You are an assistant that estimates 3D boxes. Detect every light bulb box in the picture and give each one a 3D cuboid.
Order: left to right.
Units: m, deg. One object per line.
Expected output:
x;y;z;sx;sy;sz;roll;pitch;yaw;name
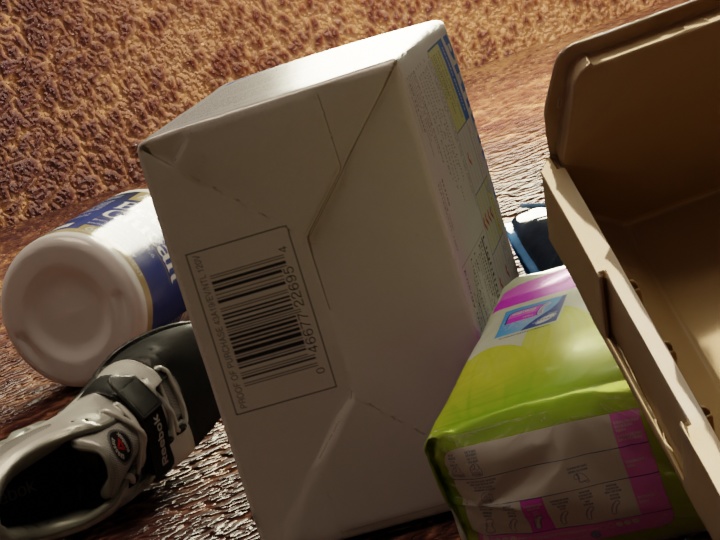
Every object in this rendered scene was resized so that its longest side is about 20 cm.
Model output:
0.000;0.000;1.080;0.124;0.199;0.200;-15;9;10;light bulb box

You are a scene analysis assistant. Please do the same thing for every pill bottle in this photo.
-0.170;0.003;1.682;0.110;0.112;0.200;-15;10;22;pill bottle

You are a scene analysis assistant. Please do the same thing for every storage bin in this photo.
0.183;-0.009;0.772;0.197;0.094;0.201;-19;48;-6;storage bin

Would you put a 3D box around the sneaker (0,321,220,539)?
-0.129;0.093;1.213;0.200;0.074;0.088;-35;16;-28;sneaker

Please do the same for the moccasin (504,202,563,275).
0.130;0.011;1.142;0.068;0.081;0.200;-34;26;-1;moccasin

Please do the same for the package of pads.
0.135;0.041;0.908;0.199;0.069;0.155;-14;20;23;package of pads
